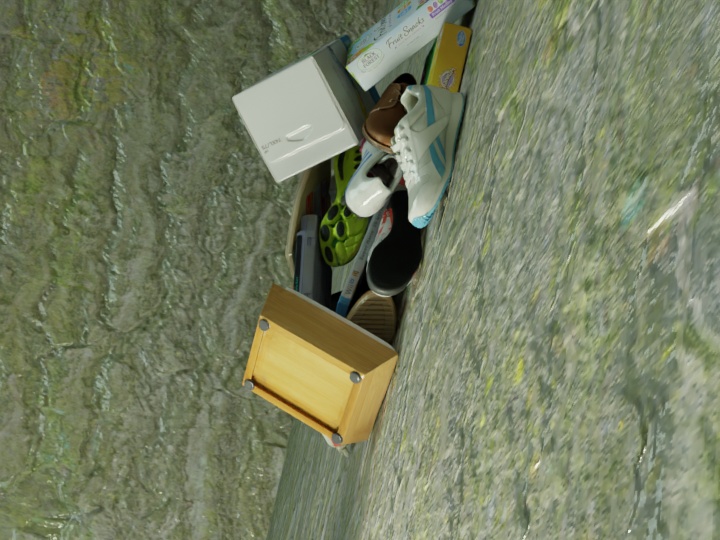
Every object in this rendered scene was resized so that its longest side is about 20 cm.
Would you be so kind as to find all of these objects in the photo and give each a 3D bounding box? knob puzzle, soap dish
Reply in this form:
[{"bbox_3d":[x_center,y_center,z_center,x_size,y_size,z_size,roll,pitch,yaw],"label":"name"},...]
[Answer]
[{"bbox_3d":[-0.087,-0.063,1.844,0.220,0.030,0.220,6,-90,-76],"label":"knob puzzle"},{"bbox_3d":[-0.062,0.131,1.622,0.081,0.200,0.158,-41,-25,-52],"label":"soap dish"}]

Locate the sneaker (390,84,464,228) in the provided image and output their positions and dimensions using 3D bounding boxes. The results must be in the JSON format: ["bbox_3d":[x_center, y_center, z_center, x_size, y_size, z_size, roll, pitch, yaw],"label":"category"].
[{"bbox_3d":[0.077,-0.145,1.529,0.077,0.081,0.200,116,166,-61],"label":"sneaker"}]

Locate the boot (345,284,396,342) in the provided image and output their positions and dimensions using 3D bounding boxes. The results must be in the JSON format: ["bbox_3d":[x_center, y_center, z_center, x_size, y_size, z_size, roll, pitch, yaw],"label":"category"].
[{"bbox_3d":[0.013,0.052,1.747,0.200,0.072,0.167,104,175,-45],"label":"boot"}]

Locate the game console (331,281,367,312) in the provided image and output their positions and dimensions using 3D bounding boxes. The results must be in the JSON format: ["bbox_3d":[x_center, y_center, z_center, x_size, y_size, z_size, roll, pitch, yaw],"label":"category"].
[{"bbox_3d":[-0.042,0.049,1.950,0.200,0.116,0.176,89,-169,-61],"label":"game console"}]

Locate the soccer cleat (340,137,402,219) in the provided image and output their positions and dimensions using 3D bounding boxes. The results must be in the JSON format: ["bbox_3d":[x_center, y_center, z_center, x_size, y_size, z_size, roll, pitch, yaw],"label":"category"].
[{"bbox_3d":[0.036,-0.150,1.699,0.086,0.070,0.200,-37,22,37],"label":"soccer cleat"}]

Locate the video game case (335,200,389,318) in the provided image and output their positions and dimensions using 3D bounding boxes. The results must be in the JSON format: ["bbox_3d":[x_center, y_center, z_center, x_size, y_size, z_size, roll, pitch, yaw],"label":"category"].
[{"bbox_3d":[0.000,0.000,1.765,0.143,0.018,0.200,104,-174,-60],"label":"video game case"}]

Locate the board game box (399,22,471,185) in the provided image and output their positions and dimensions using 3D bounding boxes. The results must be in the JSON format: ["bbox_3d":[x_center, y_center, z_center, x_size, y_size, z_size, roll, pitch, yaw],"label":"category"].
[{"bbox_3d":[0.103,-0.229,1.704,0.153,0.040,0.200,125,158,-78],"label":"board game box"}]

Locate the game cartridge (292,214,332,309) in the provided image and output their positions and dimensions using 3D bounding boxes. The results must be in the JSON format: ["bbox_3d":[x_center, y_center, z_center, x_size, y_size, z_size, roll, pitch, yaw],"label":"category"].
[{"bbox_3d":[-0.070,0.033,1.767,0.130,0.038,0.200,66,-158,-54],"label":"game cartridge"}]

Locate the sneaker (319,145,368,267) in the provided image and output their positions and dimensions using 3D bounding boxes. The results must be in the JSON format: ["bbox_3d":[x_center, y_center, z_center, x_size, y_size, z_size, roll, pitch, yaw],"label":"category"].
[{"bbox_3d":[-0.010,-0.090,1.804,0.084,0.074,0.200,60,-145,-56],"label":"sneaker"}]

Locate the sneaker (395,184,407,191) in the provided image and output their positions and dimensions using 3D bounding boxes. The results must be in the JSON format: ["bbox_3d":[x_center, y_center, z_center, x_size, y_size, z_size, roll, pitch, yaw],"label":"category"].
[{"bbox_3d":[0.044,-0.151,1.861,0.070,0.093,0.200,110,173,-53],"label":"sneaker"}]

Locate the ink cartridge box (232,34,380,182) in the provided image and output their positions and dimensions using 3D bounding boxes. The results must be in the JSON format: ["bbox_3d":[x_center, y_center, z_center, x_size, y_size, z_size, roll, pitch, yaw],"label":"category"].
[{"bbox_3d":[-0.072,-0.247,1.823,0.146,0.147,0.200,62,-159,-11],"label":"ink cartridge box"}]

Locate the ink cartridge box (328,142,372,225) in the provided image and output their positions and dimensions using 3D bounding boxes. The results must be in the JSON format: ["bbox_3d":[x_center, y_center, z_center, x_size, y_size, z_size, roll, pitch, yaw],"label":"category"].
[{"bbox_3d":[0.016,-0.153,1.987,0.146,0.085,0.200,71,-159,-46],"label":"ink cartridge box"}]

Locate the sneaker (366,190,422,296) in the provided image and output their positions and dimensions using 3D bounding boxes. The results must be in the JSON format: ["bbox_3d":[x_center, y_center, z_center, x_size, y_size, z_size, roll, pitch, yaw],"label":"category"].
[{"bbox_3d":[0.042,-0.008,1.631,0.202,0.067,0.108,-76,2,-47],"label":"sneaker"}]

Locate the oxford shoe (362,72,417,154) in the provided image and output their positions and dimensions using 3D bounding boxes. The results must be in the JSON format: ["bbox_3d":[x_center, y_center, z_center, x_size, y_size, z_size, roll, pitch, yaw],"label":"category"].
[{"bbox_3d":[0.048,-0.224,1.696,0.200,0.071,0.071,-81,12,-58],"label":"oxford shoe"}]

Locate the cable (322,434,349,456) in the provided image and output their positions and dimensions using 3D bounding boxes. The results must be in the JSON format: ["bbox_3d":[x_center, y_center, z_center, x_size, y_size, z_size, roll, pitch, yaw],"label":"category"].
[{"bbox_3d":[-0.071,0.202,1.840,0.050,0.200,0.097,-40,18,-2],"label":"cable"}]

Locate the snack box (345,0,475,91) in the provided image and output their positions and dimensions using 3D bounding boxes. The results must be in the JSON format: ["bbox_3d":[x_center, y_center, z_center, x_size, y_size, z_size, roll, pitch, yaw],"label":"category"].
[{"bbox_3d":[0.071,-0.358,1.767,0.200,0.053,0.142,-36,16,16],"label":"snack box"}]
